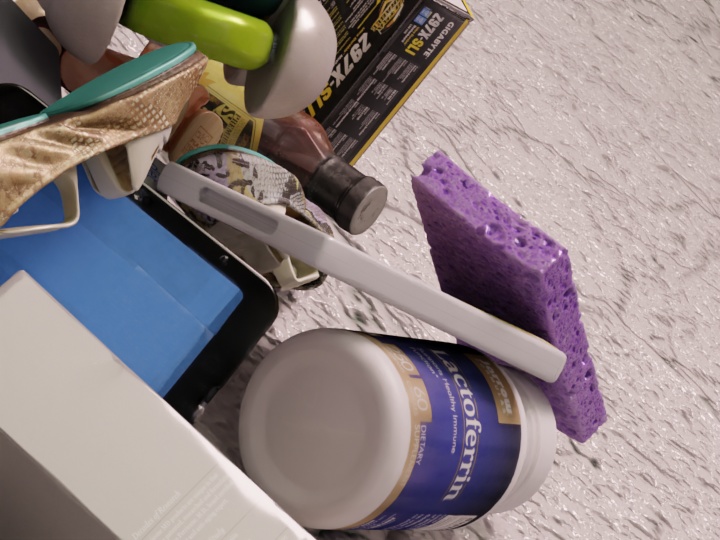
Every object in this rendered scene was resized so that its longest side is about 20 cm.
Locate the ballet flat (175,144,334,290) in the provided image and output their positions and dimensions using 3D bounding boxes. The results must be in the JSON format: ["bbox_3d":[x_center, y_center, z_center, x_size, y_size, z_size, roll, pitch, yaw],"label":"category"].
[{"bbox_3d":[-0.060,-0.026,1.621,0.072,0.072,0.200,49,5,21],"label":"ballet flat"}]

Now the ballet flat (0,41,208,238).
[{"bbox_3d":[-0.153,-0.059,1.326,0.200,0.070,0.065,-28,104,-36],"label":"ballet flat"}]

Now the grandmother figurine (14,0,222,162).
[{"bbox_3d":[-0.173,-0.130,1.628,0.200,0.061,0.121,35,-11,36],"label":"grandmother figurine"}]

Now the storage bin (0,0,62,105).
[{"bbox_3d":[-0.236,-0.115,1.454,0.134,0.146,0.200,42,18,-30],"label":"storage bin"}]

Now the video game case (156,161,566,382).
[{"bbox_3d":[0.000,0.000,1.504,0.200,0.023,0.182,27,0,-37],"label":"video game case"}]

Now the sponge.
[{"bbox_3d":[0.092,0.020,1.556,0.112,0.030,0.200,38,-19,31],"label":"sponge"}]

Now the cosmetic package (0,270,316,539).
[{"bbox_3d":[-0.129,0.110,1.186,0.200,0.107,0.090,39,46,3],"label":"cosmetic package"}]

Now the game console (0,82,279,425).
[{"bbox_3d":[-0.165,0.019,1.310,0.200,0.116,0.176,38,20,-2],"label":"game console"}]

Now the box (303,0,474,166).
[{"bbox_3d":[-0.015,-0.155,1.820,0.049,0.200,0.160,26,24,-32],"label":"box"}]

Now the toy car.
[{"bbox_3d":[-0.097,-0.190,1.539,0.175,0.150,0.200,18,13,-17],"label":"toy car"}]

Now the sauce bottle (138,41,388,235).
[{"bbox_3d":[-0.069,-0.094,1.742,0.200,0.066,0.066,34,16,24],"label":"sauce bottle"}]

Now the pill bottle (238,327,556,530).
[{"bbox_3d":[0.028,0.097,1.506,0.116,0.116,0.200,52,23,26],"label":"pill bottle"}]

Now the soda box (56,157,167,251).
[{"bbox_3d":[-0.159,-0.017,1.475,0.068,0.063,0.200,35,21,-16],"label":"soda box"}]
